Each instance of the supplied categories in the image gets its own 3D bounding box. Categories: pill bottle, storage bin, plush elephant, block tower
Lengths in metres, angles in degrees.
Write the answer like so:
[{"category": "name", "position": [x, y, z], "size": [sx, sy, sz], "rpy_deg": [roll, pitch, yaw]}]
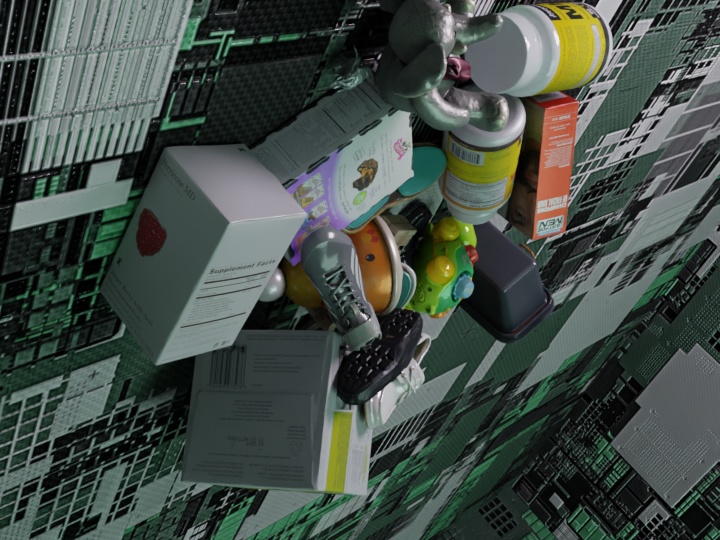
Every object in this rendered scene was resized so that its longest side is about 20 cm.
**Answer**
[{"category": "pill bottle", "position": [0.165, -0.155, 1.383], "size": [0.109, 0.109, 0.201], "rpy_deg": [-34, 152, -21]}, {"category": "storage bin", "position": [0.228, -0.004, 1.666], "size": [0.145, 0.200, 0.135], "rpy_deg": [-38, 147, -12]}, {"category": "plush elephant", "position": [0.077, -0.238, 1.045], "size": [0.198, 0.167, 0.155], "rpy_deg": [-8, 171, -18]}, {"category": "pill bottle", "position": [0.229, -0.284, 1.275], "size": [0.199, 0.114, 0.115], "rpy_deg": [-18, 147, -46]}, {"category": "block tower", "position": [0.000, 0.000, 1.462], "size": [0.058, 0.054, 0.201], "rpy_deg": [-4, 135, -55]}]

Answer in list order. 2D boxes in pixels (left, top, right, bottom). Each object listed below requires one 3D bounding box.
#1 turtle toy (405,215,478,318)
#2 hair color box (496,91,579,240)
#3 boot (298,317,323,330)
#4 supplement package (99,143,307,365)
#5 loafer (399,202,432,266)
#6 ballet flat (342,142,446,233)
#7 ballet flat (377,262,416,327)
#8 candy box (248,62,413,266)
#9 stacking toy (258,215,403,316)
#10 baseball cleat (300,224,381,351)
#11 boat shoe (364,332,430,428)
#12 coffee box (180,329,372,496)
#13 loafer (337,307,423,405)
[{"category": "turtle toy", "position": [0.129, -0.010, 1.552], "size": [0.146, 0.100, 0.202], "rpy_deg": [-43, -153, 48]}, {"category": "hair color box", "position": [0.249, -0.160, 1.427], "size": [0.063, 0.111, 0.202], "rpy_deg": [-14, 122, -21]}, {"category": "boot", "position": [-0.028, 0.166, 1.573], "size": [0.073, 0.151, 0.201], "rpy_deg": [-37, 156, -13]}, {"category": "supplement package", "position": [-0.171, -0.020, 1.062], "size": [0.119, 0.121, 0.201], "rpy_deg": [-11, 141, -51]}, {"category": "loafer", "position": [0.055, -0.011, 1.520], "size": [0.201, 0.063, 0.072], "rpy_deg": [-53, 155, 21]}, {"category": "ballet flat", "position": [0.027, -0.113, 1.318], "size": [0.199, 0.069, 0.063], "rpy_deg": [-32, -166, -29]}, {"category": "ballet flat", "position": [0.030, 0.045, 1.456], "size": [0.069, 0.070, 0.201], "rpy_deg": [-20, 152, -42]}, {"category": "candy box", "position": [-0.033, -0.123, 1.177], "size": [0.199, 0.072, 0.168], "rpy_deg": [-37, 156, -14]}, {"category": "stacking toy", "position": [-0.055, 0.007, 1.324], "size": [0.198, 0.147, 0.147], "rpy_deg": [-13, 146, -24]}, {"category": "baseball cleat", "position": [-0.014, 0.028, 1.208], "size": [0.069, 0.107, 0.201], "rpy_deg": [-31, 145, -3]}, {"category": "boat shoe", "position": [0.056, 0.145, 1.397], "size": [0.201, 0.068, 0.071], "rpy_deg": [-64, 154, -50]}, {"category": "coffee box", "position": [-0.102, 0.196, 1.348], "size": [0.198, 0.197, 0.203], "rpy_deg": [36, 56, -66]}, {"category": "loafer", "position": [0.030, 0.123, 1.310], "size": [0.201, 0.067, 0.071], "rpy_deg": [-46, 142, -52]}]
